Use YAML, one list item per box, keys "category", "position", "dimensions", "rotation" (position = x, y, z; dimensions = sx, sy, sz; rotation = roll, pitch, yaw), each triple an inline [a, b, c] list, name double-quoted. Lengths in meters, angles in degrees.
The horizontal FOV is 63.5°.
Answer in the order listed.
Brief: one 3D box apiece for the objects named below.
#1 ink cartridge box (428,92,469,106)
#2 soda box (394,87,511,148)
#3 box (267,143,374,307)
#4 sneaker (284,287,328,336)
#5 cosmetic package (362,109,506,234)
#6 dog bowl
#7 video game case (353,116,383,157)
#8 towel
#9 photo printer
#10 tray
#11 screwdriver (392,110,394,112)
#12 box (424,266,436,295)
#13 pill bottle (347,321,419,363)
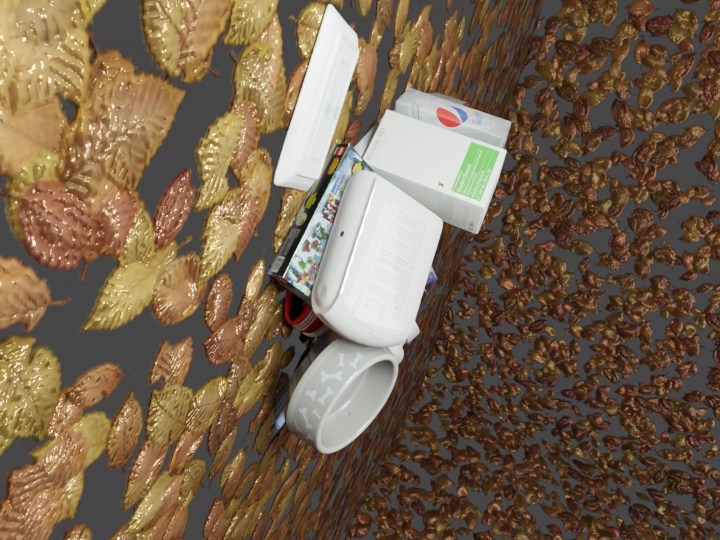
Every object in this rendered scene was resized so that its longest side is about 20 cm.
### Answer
- category: "ink cartridge box"
  position: [0.149, -0.253, 1.205]
  dimensions: [0.147, 0.081, 0.206]
  rotation: [-40, 148, -63]
- category: "soda box"
  position: [0.153, -0.244, 1.001]
  dimensions: [0.064, 0.195, 0.070]
  rotation: [-51, 158, -43]
- category: "box"
  position: [-0.029, -0.048, 0.798]
  dimensions: [0.136, 0.039, 0.205]
  rotation: [39, 70, -42]
- category: "sneaker"
  position: [-0.038, 0.009, 0.856]
  dimensions: [0.203, 0.077, 0.115]
  rotation: [-57, 163, -1]
- category: "cosmetic package"
  position: [0.108, -0.150, 0.883]
  dimensions: [0.085, 0.194, 0.110]
  rotation: [83, 31, -66]
- category: "dog bowl"
  position: [-0.020, 0.184, 0.871]
  dimensions: [0.198, 0.058, 0.204]
  rotation: [-37, 146, -30]
- category: "video game case"
  position: [-0.001, -0.129, 0.949]
  dimensions: [0.201, 0.021, 0.186]
  rotation: [-54, 160, -44]
- category: "towel"
  position: [-0.068, 0.144, 0.905]
  dimensions: [0.202, 0.024, 0.147]
  rotation: [-54, -173, -4]
- category: "photo printer"
  position: [0.023, -0.004, 0.778]
  dimensions: [0.164, 0.068, 0.207]
  rotation: [24, 80, -42]
- category: "tray"
  position: [-0.045, -0.194, 0.693]
  dimensions: [0.107, 0.022, 0.206]
  rotation: [-13, 123, -74]
- category: "screwdriver"
  position: [0.047, -0.190, 1.052]
  dimensions: [0.029, 0.027, 0.206]
  rotation: [-101, -165, -60]
- category: "box"
  position: [0.102, -0.054, 1.141]
  dimensions: [0.040, 0.205, 0.119]
  rotation: [-25, 167, 7]
- category: "pill bottle"
  position: [0.008, 0.144, 1.022]
  dimensions: [0.198, 0.113, 0.113]
  rotation: [-39, 159, -10]
